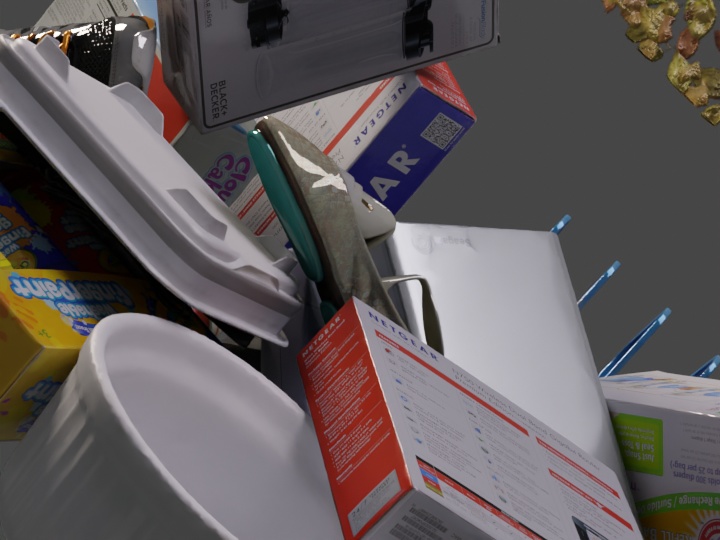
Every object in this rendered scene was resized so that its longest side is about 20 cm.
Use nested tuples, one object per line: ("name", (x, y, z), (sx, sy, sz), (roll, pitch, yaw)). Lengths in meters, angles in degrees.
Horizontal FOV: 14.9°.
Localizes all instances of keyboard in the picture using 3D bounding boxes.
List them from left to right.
("keyboard", (-0.132, -0.028, 1.482), (0.200, 0.021, 0.127), (41, 6, -6))

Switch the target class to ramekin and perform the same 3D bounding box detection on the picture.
("ramekin", (-0.079, 0.124, 1.332), (0.200, 0.098, 0.201), (39, 17, -14))

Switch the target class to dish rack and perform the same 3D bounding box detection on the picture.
("dish rack", (-0.112, -0.049, 1.462), (0.200, 0.044, 0.172), (47, 7, 23))

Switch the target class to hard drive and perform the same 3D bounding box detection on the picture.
("hard drive", (0.083, 0.069, 1.581), (0.132, 0.026, 0.200), (3, 62, -36))

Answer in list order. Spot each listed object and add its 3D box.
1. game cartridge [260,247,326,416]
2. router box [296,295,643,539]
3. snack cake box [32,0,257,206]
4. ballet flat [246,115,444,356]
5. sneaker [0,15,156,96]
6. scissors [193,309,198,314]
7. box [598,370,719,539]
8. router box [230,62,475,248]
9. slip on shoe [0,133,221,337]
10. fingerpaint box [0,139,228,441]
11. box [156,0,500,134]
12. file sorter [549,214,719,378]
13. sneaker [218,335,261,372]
("game cartridge", (-0.002, 0.090, 1.547), (0.133, 0.040, 0.200), (18, 58, -47))
("router box", (0.068, 0.123, 1.412), (0.200, 0.049, 0.180), (35, 19, -26))
("snack cake box", (-0.143, -0.101, 1.729), (0.067, 0.115, 0.200), (27, 22, -40))
("ballet flat", (0.000, 0.000, 1.501), (0.200, 0.062, 0.067), (69, -13, -13))
("sneaker", (-0.186, -0.111, 1.622), (0.077, 0.078, 0.200), (18, -17, -33))
("scissors", (-0.166, -0.028, 1.548), (0.073, 0.014, 0.200), (-42, 97, -32))
("box", (0.204, 0.126, 1.617), (0.101, 0.113, 0.200), (-5, 6, -35))
("router box", (-0.031, -0.078, 1.756), (0.049, 0.200, 0.180), (30, 21, -32))
("slip on shoe", (-0.161, -0.022, 1.596), (0.200, 0.074, 0.061), (45, 50, -12))
("fingerpaint box", (-0.182, 0.007, 1.432), (0.167, 0.073, 0.200), (48, 16, 19))
("box", (-0.018, -0.166, 1.620), (0.060, 0.200, 0.117), (-127, -155, -45))
("file sorter", (0.158, 0.079, 1.865), (0.200, 0.123, 0.139), (43, -18, 3))
("sneaker", (-0.032, 0.031, 1.635), (0.074, 0.080, 0.200), (1, 11, 37))
